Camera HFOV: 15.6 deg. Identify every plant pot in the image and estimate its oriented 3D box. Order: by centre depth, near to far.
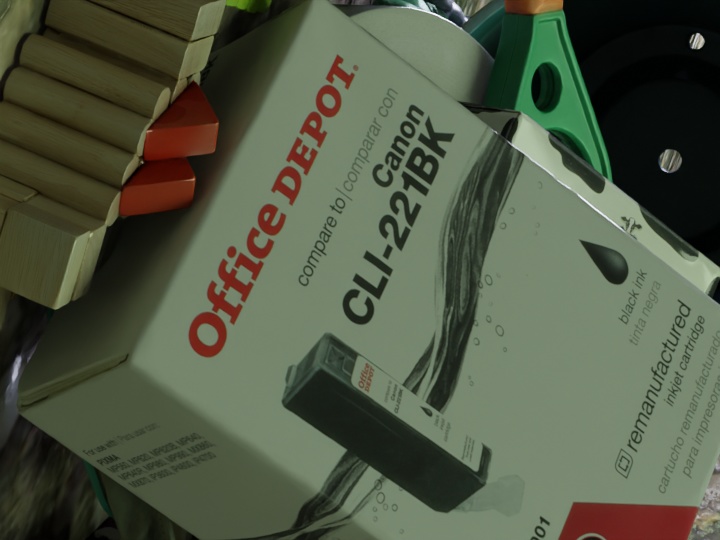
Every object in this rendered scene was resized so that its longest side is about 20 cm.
[{"bbox_3d":[0.127,-0.040,1.161,0.188,0.199,0.201,-37,147,-75],"label":"plant pot"}]

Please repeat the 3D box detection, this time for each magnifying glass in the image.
[{"bbox_3d":[0.067,-0.080,1.029,0.079,0.022,0.202,-14,107,-47],"label":"magnifying glass"}]

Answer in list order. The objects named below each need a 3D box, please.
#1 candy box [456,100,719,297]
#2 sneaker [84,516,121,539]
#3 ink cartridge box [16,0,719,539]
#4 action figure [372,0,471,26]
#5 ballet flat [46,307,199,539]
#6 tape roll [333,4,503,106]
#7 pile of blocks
[{"bbox_3d":[0.040,0.056,0.968,0.136,0.061,0.201,35,76,-41],"label":"candy box"},{"bbox_3d":[-0.094,0.126,0.967,0.091,0.075,0.200,-63,176,-13],"label":"sneaker"},{"bbox_3d":[0.012,0.032,0.839,0.084,0.200,0.145,-25,-146,55],"label":"ink cartridge box"},{"bbox_3d":[0.031,-0.081,1.202,0.119,0.054,0.200,-63,163,-8],"label":"action figure"},{"bbox_3d":[-0.053,0.084,0.873,0.067,0.063,0.202,-23,103,-75],"label":"ballet flat"},{"bbox_3d":[0.000,0.000,1.001,0.202,0.037,0.205,-9,101,-49],"label":"tape roll"},{"bbox_3d":[-0.063,-0.056,0.796,0.082,0.062,0.201,77,37,-69],"label":"pile of blocks"}]
